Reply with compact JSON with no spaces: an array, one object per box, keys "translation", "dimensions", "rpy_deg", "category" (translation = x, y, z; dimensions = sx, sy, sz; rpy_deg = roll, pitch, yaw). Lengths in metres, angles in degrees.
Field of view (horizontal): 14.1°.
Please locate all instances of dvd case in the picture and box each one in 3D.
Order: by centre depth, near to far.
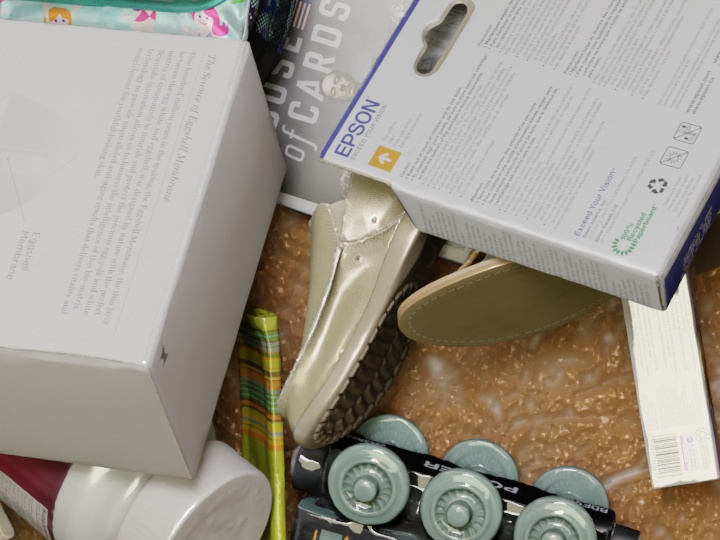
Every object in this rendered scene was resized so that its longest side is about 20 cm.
[{"translation":[0.008,-0.097,1.619],"dimensions":[0.199,0.025,0.151],"rpy_deg":[18,94,8],"category":"dvd case"}]

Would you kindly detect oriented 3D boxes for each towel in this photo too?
[{"translation":[-0.055,0.121,1.605],"dimensions":[0.018,0.086,0.201],"rpy_deg":[-3,92,-10],"category":"towel"}]

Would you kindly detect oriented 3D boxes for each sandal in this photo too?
[{"translation":[0.117,-0.023,1.555],"dimensions":[0.211,0.078,0.070],"rpy_deg":[-17,57,6],"category":"sandal"}]

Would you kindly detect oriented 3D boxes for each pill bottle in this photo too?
[{"translation":[-0.148,0.092,1.578],"dimensions":[0.200,0.109,0.110],"rpy_deg":[35,97,28],"category":"pill bottle"}]

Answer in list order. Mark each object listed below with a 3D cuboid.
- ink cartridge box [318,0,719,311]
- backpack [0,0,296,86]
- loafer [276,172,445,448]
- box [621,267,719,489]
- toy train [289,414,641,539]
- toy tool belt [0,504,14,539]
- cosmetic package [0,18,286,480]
[{"translation":[0.110,-0.091,1.535],"dimensions":[0.199,0.043,0.197],"rpy_deg":[19,61,23],"category":"ink cartridge box"},{"translation":[-0.117,-0.208,1.567],"dimensions":[0.177,0.151,0.201],"rpy_deg":[8,73,14],"category":"backpack"},{"translation":[0.000,0.000,1.573],"dimensions":[0.068,0.076,0.201],"rpy_deg":[22,79,19],"category":"loafer"},{"translation":[0.163,0.018,1.589],"dimensions":[0.041,0.039,0.201],"rpy_deg":[-10,90,10],"category":"box"},{"translation":[0.051,0.154,1.595],"dimensions":[0.199,0.085,0.115],"rpy_deg":[16,106,7],"category":"toy train"},{"translation":[-0.246,0.225,1.623],"dimensions":[0.122,0.125,0.201],"rpy_deg":[-2,92,18],"category":"toy tool belt"},{"translation":[-0.163,-0.016,1.510],"dimensions":[0.199,0.123,0.200],"rpy_deg":[6,59,16],"category":"cosmetic package"}]
